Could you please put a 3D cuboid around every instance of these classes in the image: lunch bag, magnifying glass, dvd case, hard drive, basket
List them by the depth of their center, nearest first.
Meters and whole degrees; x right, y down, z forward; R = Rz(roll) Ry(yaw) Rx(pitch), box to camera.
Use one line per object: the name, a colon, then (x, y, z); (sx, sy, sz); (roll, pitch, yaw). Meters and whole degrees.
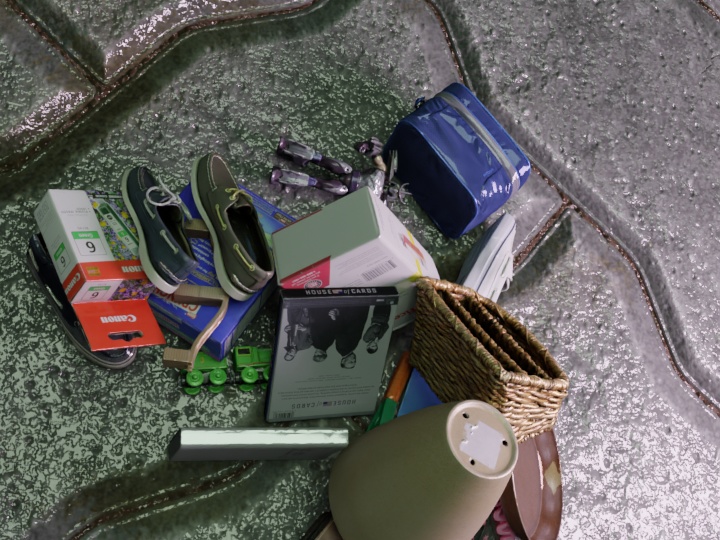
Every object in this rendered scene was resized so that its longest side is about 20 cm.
hard drive: (-0.128, 0.214, 1.259); (0.199, 0.132, 0.026); (3, 72, -16)
basket: (0.167, 0.099, 1.276); (0.142, 0.149, 0.200); (-17, 44, -23)
dvd case: (-0.039, 0.108, 1.301); (0.150, 0.200, 0.025); (-1, 36, -18)
magnifying glass: (0.032, 0.192, 1.354); (0.022, 0.080, 0.200); (29, 56, -7)
lunch bag: (0.137, -0.166, 1.467); (0.132, 0.136, 0.200); (-36, 84, -24)

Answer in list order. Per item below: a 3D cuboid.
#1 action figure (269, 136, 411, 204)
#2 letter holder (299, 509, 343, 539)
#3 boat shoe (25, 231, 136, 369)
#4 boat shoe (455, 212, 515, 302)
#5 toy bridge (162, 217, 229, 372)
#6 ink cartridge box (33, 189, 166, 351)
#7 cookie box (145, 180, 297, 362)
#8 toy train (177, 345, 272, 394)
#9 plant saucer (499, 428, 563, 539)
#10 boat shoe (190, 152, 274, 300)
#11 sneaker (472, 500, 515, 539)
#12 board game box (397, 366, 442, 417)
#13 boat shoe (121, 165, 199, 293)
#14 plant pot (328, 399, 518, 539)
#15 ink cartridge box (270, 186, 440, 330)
action figure: (-0.025, -0.127, 1.437); (0.199, 0.069, 0.131); (13, 81, -6)
letter holder: (0.036, 0.365, 1.277); (0.200, 0.101, 0.142); (43, 63, 0)
boat shoe: (-0.348, 0.032, 1.274); (0.075, 0.093, 0.200); (-38, 86, -24)
boat shoe: (0.181, 0.005, 1.453); (0.067, 0.074, 0.200); (39, 58, -6)
toy bridge: (-0.194, 0.031, 1.253); (0.067, 0.027, 0.201); (6, 63, -4)
ink cartridge box: (-0.300, -0.004, 1.220); (0.109, 0.050, 0.200); (-3, 56, -46)
cookie box: (-0.192, -0.011, 1.331); (0.171, 0.075, 0.200); (32, 65, 9)
toy train: (-0.139, 0.126, 1.338); (0.199, 0.042, 0.057); (-2, 62, -18)
plant saucer: (0.219, 0.267, 1.345); (0.034, 0.200, 0.201); (-10, 69, 26)
boat shoe: (-0.155, -0.064, 1.269); (0.072, 0.060, 0.202); (10, 54, -50)
sneaker: (0.133, 0.282, 1.332); (0.095, 0.079, 0.201); (-17, 97, -5)
board game box: (0.132, 0.175, 1.405); (0.158, 0.039, 0.200); (24, 72, -13)
boat shoe: (-0.241, -0.063, 1.246); (0.062, 0.075, 0.200); (-36, 46, 14)
plant pot: (0.090, 0.233, 1.180); (0.187, 0.200, 0.188); (16, 52, -22)
ink cartridge box: (0.000, 0.000, 1.308); (0.145, 0.200, 0.084); (-26, 54, 16)
